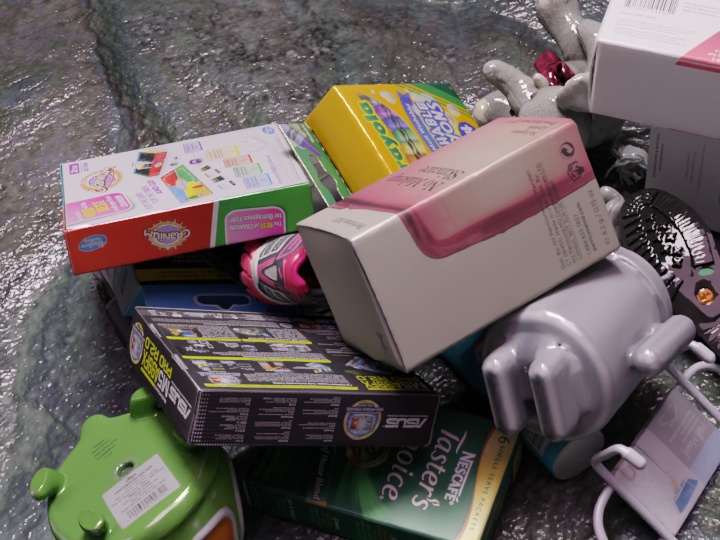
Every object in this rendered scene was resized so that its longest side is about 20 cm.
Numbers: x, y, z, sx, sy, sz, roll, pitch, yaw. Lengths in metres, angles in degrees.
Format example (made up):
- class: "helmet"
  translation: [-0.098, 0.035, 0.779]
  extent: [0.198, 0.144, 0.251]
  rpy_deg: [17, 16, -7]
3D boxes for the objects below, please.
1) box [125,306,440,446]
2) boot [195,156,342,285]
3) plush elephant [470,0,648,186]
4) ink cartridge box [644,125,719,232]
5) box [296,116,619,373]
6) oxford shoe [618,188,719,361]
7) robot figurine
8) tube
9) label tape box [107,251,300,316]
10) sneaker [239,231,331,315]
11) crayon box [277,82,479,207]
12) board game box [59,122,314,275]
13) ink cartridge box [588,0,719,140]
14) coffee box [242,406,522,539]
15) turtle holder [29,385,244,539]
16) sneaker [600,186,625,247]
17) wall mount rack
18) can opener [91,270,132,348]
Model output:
- class: "box"
  translation: [-0.062, 0.080, 0.977]
  extent: [0.198, 0.045, 0.160]
  rpy_deg: [4, 19, -29]
- class: "boot"
  translation: [-0.033, -0.041, 1.142]
  extent: [0.180, 0.073, 0.200]
  rpy_deg: [21, 28, 21]
- class: "plush elephant"
  translation: [0.177, -0.152, 1.195]
  extent: [0.200, 0.165, 0.154]
  rpy_deg: [48, 27, 20]
- class: "ink cartridge box"
  translation: [0.378, -0.122, 1.153]
  extent: [0.198, 0.147, 0.147]
  rpy_deg: [20, 53, 23]
- class: "box"
  translation: [0.072, -0.026, 0.970]
  extent: [0.198, 0.110, 0.128]
  rpy_deg: [-28, 16, -17]
- class: "oxford shoe"
  translation: [0.286, 0.018, 1.086]
  extent: [0.072, 0.084, 0.201]
  rpy_deg: [-34, 63, 8]
- class: "robot figurine"
  translation: [0.169, 0.052, 0.987]
  extent: [0.168, 0.114, 0.200]
  rpy_deg: [7, 31, 37]
- class: "tube"
  translation: [0.124, 0.087, 1.069]
  extent: [0.077, 0.050, 0.200]
  rpy_deg: [-40, 50, 2]
- class: "label tape box"
  translation: [-0.150, -0.005, 1.150]
  extent: [0.142, 0.067, 0.201]
  rpy_deg: [0, 44, -27]
- class: "sneaker"
  translation: [0.000, 0.000, 1.071]
  extent: [0.198, 0.082, 0.074]
  rpy_deg: [-8, 8, -34]
- class: "crayon box"
  translation: [0.038, -0.098, 1.104]
  extent: [0.199, 0.052, 0.126]
  rpy_deg: [-12, 64, -49]
- class: "board game box"
  translation: [-0.149, -0.064, 1.074]
  extent: [0.197, 0.041, 0.153]
  rpy_deg: [-11, 27, -9]
- class: "ink cartridge box"
  translation: [0.286, -0.212, 1.087]
  extent: [0.144, 0.085, 0.201]
  rpy_deg: [14, 52, 15]
- class: "coffee box"
  translation: [0.021, 0.157, 1.023]
  extent: [0.198, 0.044, 0.124]
  rpy_deg: [14, 50, 20]
- class: "turtle holder"
  translation: [-0.168, 0.181, 0.969]
  extent: [0.184, 0.133, 0.141]
  rpy_deg: [0, 41, 37]
- class: "sneaker"
  translation: [0.147, -0.030, 1.151]
  extent: [0.197, 0.082, 0.076]
  rpy_deg: [-12, 49, 0]
- class: "wall mount rack"
  translation: [0.273, 0.157, 0.972]
  extent: [0.174, 0.075, 0.200]
  rpy_deg: [43, 61, -1]
- class: "can opener"
  translation: [-0.193, 0.037, 1.158]
  extent: [0.066, 0.054, 0.200]
  rpy_deg: [-31, 52, -14]
